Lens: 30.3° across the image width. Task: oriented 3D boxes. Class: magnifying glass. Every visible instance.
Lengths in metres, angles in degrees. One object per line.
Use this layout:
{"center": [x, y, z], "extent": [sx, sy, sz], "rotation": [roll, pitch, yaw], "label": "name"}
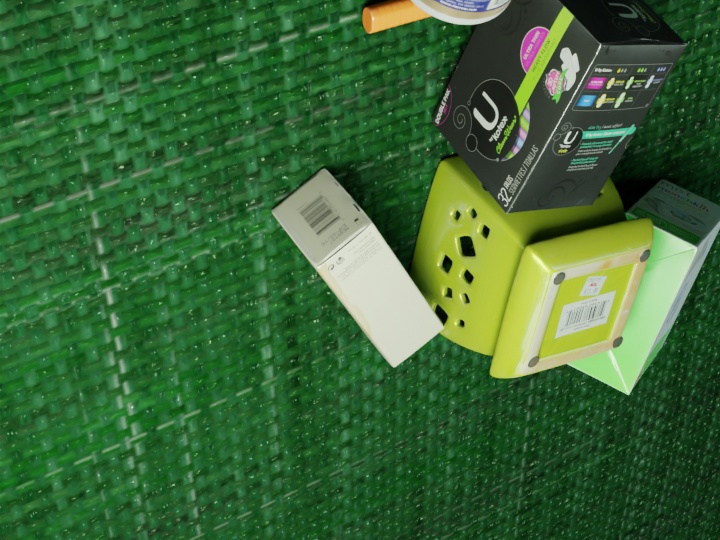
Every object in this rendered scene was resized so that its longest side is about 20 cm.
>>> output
{"center": [0.091, -0.259, 1.255], "extent": [0.199, 0.022, 0.080], "rotation": [-19, 135, -24], "label": "magnifying glass"}

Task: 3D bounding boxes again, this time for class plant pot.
{"center": [0.189, -0.005, 1.431], "extent": [0.199, 0.182, 0.200], "rotation": [-12, 131, -31], "label": "plant pot"}

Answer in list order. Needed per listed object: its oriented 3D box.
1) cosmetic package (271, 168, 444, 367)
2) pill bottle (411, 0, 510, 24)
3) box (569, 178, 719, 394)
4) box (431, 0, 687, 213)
{"center": [0.000, 0.000, 1.348], "extent": [0.073, 0.104, 0.200], "rotation": [-38, 138, -2], "label": "cosmetic package"}
{"center": [0.107, -0.309, 1.103], "extent": [0.115, 0.116, 0.200], "rotation": [-17, 157, -26], "label": "pill bottle"}
{"center": [0.334, 0.015, 1.570], "extent": [0.176, 0.096, 0.201], "rotation": [-31, 145, -59], "label": "box"}
{"center": [0.187, -0.179, 1.281], "extent": [0.124, 0.149, 0.201], "rotation": [-7, 137, -36], "label": "box"}
